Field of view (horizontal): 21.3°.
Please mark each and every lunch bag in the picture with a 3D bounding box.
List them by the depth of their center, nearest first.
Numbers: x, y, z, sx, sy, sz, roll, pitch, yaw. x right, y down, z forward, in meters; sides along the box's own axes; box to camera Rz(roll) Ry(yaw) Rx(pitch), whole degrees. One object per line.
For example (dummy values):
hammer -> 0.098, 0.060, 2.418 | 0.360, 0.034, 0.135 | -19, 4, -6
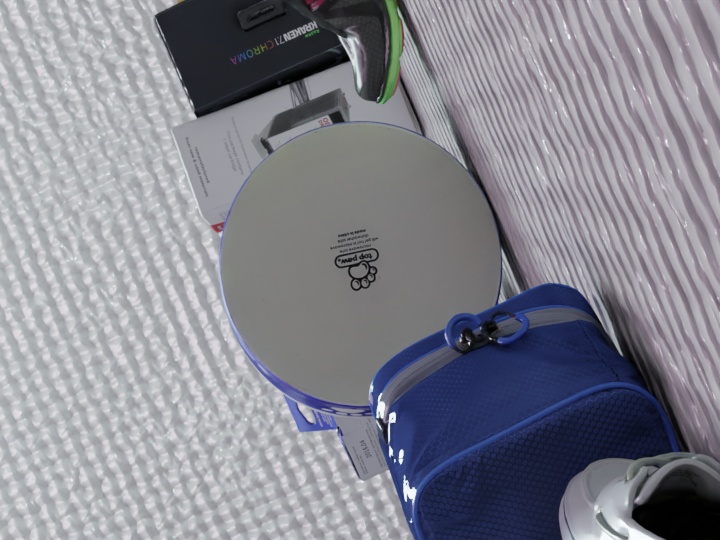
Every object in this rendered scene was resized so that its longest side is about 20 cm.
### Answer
lunch bag -> 0.088, 0.107, 0.960 | 0.132, 0.135, 0.201 | -117, 4, -65

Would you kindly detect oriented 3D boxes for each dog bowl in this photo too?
dog bowl -> 0.000, 0.000, 1.340 | 0.079, 0.199, 0.202 | 87, 159, -82

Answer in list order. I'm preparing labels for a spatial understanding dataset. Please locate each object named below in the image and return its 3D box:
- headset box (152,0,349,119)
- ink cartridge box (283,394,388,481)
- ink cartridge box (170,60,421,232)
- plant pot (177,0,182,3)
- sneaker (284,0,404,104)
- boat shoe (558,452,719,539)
headset box -> -0.079, -0.198, 1.677 | 0.200, 0.173, 0.093 | 69, 177, -85
ink cartridge box -> 0.031, 0.089, 1.675 | 0.076, 0.199, 0.137 | -117, 3, -69
ink cartridge box -> -0.053, -0.111, 1.669 | 0.147, 0.198, 0.084 | 85, 164, -85
plant pot -> -0.166, -0.389, 2.587 | 0.187, 0.185, 0.201 | 68, -168, -55
sneaker -> -0.027, -0.207, 1.336 | 0.077, 0.083, 0.201 | -115, 2, -74
boat shoe -> 0.135, 0.106, 0.784 | 0.200, 0.073, 0.067 | -141, 40, -67
